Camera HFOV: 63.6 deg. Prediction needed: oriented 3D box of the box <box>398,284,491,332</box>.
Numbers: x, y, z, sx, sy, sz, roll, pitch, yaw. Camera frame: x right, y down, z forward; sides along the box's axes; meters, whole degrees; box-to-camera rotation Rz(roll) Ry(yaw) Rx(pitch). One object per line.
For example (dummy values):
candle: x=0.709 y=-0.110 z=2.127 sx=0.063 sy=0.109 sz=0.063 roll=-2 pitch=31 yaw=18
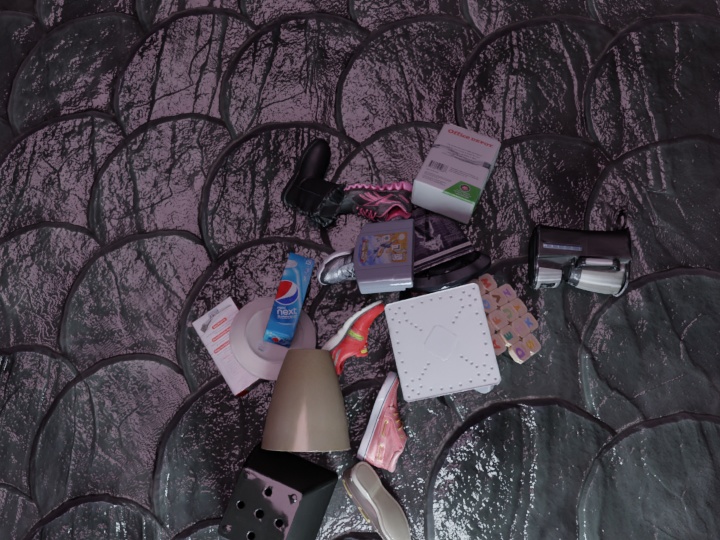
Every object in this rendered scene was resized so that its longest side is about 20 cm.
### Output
box: x=0.182 y=0.094 z=1.272 sx=0.197 sy=0.046 sz=0.160 roll=1 pitch=47 yaw=8

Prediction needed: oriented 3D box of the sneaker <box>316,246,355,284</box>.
sneaker: x=0.000 y=0.000 z=1.318 sx=0.198 sy=0.076 sz=0.114 roll=-22 pitch=40 yaw=-2

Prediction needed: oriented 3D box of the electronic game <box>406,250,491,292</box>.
electronic game: x=0.186 y=0.002 z=1.261 sx=0.197 sy=0.200 sz=0.042 roll=-17 pitch=103 yaw=3

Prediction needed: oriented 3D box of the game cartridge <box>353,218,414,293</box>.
game cartridge: x=0.052 y=-0.035 z=1.263 sx=0.131 sy=0.042 sz=0.201 roll=-3 pitch=44 yaw=9

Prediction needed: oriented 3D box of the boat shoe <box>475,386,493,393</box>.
boat shoe: x=0.214 y=0.190 z=1.277 sx=0.199 sy=0.069 sz=0.056 roll=37 pitch=48 yaw=22

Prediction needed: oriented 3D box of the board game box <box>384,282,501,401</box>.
board game box: x=0.164 y=0.146 z=1.177 sx=0.198 sy=0.026 sz=0.203 roll=-15 pitch=81 yaw=15

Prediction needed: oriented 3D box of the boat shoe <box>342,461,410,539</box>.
boat shoe: x=0.032 y=0.499 z=1.221 sx=0.059 sy=0.072 sz=0.201 roll=-37 pitch=86 yaw=39

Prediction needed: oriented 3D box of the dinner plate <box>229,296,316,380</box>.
dinner plate: x=-0.196 y=0.147 z=1.313 sx=0.197 sy=0.024 sz=0.203 roll=7 pitch=61 yaw=-12

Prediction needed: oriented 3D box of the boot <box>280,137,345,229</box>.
boot: x=-0.095 y=-0.207 z=1.372 sx=0.162 sy=0.073 sz=0.200 roll=30 pitch=87 yaw=44

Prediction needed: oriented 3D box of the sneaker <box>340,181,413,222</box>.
sneaker: x=0.033 y=-0.150 z=1.366 sx=0.197 sy=0.079 sz=0.097 roll=-6 pitch=66 yaw=7

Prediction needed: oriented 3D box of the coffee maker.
coffee maker: x=0.473 y=-0.043 z=1.275 sx=0.197 sy=0.135 sz=0.194 roll=6 pitch=54 yaw=8

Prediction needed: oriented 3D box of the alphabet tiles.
alphabet tiles: x=0.304 y=0.098 z=1.239 sx=0.194 sy=0.015 sz=0.201 roll=-19 pitch=69 yaw=-44

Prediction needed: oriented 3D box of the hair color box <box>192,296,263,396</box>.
hair color box: x=-0.287 y=0.175 z=1.341 sx=0.110 sy=0.064 sz=0.201 roll=-34 pitch=76 yaw=-3

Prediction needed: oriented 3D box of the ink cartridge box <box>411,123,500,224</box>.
ink cartridge box: x=0.220 y=-0.225 z=1.333 sx=0.145 sy=0.083 sz=0.201 roll=23 pitch=60 yaw=12

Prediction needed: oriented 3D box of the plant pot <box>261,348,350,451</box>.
plant pot: x=-0.111 y=0.271 z=1.229 sx=0.185 sy=0.187 sz=0.203 roll=-1 pitch=77 yaw=7

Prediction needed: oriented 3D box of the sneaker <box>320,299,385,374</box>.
sneaker: x=-0.006 y=0.152 z=1.312 sx=0.085 sy=0.077 sz=0.200 roll=44 pitch=96 yaw=10

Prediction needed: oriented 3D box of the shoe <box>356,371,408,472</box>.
shoe: x=0.067 y=0.328 z=1.256 sx=0.090 sy=0.071 sz=0.202 roll=19 pitch=85 yaw=10

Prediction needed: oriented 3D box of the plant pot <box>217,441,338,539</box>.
plant pot: x=-0.183 y=0.485 z=1.193 sx=0.198 sy=0.178 sz=0.202 roll=20 pitch=79 yaw=13

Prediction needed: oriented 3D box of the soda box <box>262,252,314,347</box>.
soda box: x=-0.161 y=0.065 z=1.313 sx=0.063 sy=0.068 sz=0.202 roll=17 pitch=60 yaw=-7

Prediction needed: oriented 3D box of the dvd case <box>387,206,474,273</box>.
dvd case: x=0.151 y=-0.082 z=1.315 sx=0.147 sy=0.016 sz=0.201 roll=-21 pitch=41 yaw=-1
